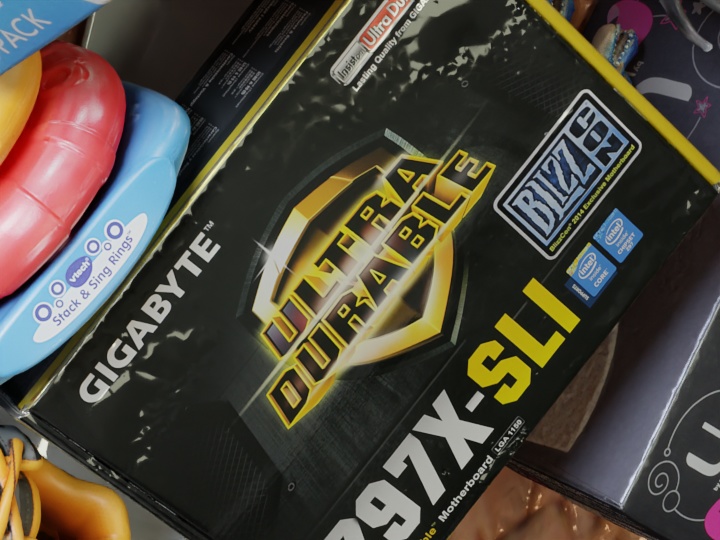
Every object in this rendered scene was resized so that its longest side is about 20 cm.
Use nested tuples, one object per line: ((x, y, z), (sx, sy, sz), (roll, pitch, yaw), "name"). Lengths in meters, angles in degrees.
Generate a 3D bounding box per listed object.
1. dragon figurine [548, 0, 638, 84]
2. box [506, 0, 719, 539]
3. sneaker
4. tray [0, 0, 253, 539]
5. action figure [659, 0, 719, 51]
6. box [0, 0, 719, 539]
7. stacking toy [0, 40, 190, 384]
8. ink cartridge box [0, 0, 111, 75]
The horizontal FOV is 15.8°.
((0.029, -0.027, 0.924), (0.099, 0.059, 0.201), (38, 72, -37), "dragon figurine")
((0.128, -0.002, 0.981), (0.115, 0.132, 0.201), (32, 84, -41), "box")
((-0.132, 0.068, 0.758), (0.200, 0.077, 0.079), (29, 56, -71), "sneaker")
((-0.055, -0.004, 0.862), (0.107, 0.022, 0.201), (13, 98, -9), "tray")
((0.085, -0.175, 0.900), (0.119, 0.102, 0.201), (-20, 103, -39), "action figure")
((0.000, 0.000, 0.820), (0.200, 0.049, 0.160), (-51, 126, -2), "box")
((-0.153, -0.065, 0.733), (0.116, 0.110, 0.200), (-50, 121, -12), "stacking toy")
((-0.134, -0.144, 0.646), (0.200, 0.115, 0.068), (36, 54, -23), "ink cartridge box")
